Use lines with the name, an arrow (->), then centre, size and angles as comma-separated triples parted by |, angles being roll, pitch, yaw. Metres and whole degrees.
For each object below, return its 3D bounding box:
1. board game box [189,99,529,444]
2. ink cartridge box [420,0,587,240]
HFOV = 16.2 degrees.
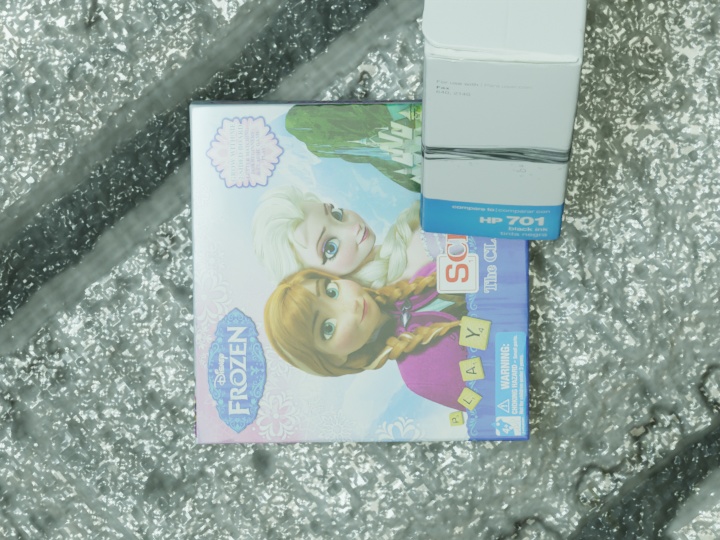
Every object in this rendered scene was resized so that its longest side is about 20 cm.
board game box -> 0.000, 0.000, 1.478 | 0.198, 0.041, 0.202 | -1, 96, 0
ink cartridge box -> 0.077, -0.125, 1.351 | 0.085, 0.200, 0.147 | 5, 66, 2
